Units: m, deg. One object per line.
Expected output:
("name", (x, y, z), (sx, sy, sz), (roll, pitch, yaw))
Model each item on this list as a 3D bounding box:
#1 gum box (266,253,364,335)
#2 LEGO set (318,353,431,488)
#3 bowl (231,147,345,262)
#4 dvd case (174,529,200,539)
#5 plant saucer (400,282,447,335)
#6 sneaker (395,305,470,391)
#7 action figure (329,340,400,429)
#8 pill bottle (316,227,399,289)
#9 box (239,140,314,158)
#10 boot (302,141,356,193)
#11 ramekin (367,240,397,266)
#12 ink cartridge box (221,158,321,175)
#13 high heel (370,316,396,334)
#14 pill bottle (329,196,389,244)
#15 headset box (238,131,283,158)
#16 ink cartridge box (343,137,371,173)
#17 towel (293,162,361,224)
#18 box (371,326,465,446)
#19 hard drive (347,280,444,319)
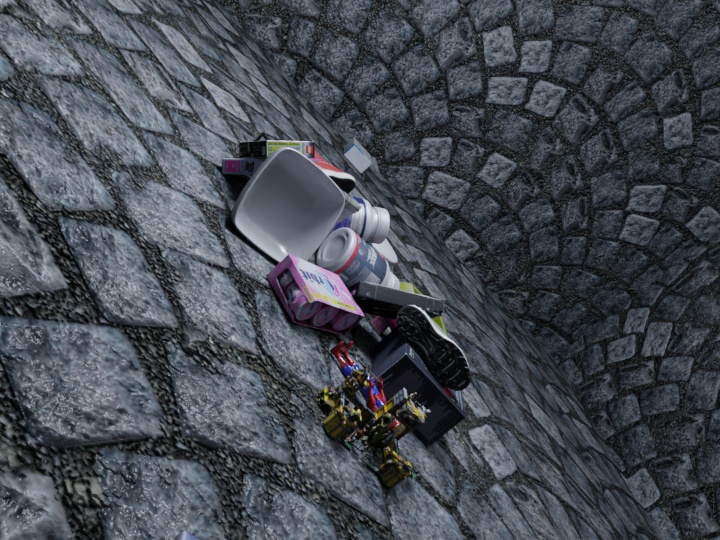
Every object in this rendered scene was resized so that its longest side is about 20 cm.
("gum box", (-0.087, 0.050, 1.258), (0.114, 0.066, 0.199), (56, 16, 28))
("LEGO set", (0.038, 0.239, 1.056), (0.200, 0.116, 0.154), (47, 15, -9))
("bowl", (-0.152, -0.130, 1.306), (0.199, 0.201, 0.074), (39, -5, -34))
("dvd case", (-0.119, 0.337, 0.549), (0.143, 0.018, 0.201), (45, 14, -20))
("plant saucer", (0.188, 0.127, 1.917), (0.200, 0.048, 0.200), (44, 15, -18))
("sneaker", (0.155, 0.152, 1.305), (0.201, 0.074, 0.079), (52, 10, 15))
("action figure", (0.018, 0.219, 1.197), (0.201, 0.051, 0.065), (57, 13, 19))
("pill bottle", (0.000, 0.000, 1.541), (0.200, 0.119, 0.120), (39, 17, -35))
("box", (-0.187, -0.264, 1.417), (0.109, 0.035, 0.199), (-4, 11, -27))
("boot", (-0.095, -0.264, 1.650), (0.145, 0.072, 0.199), (53, 18, 19))
("ramekin", (0.003, -0.070, 1.771), (0.202, 0.094, 0.203), (46, 15, -16))
("ink cartridge box", (-0.195, -0.231, 1.443), (0.119, 0.197, 0.043), (-41, 131, -75))
("high heel", (0.118, 0.164, 1.522), (0.200, 0.096, 0.067), (49, 15, -1))
("pill bottle", (-0.035, -0.123, 1.595), (0.197, 0.121, 0.120), (8, 34, -25))
("headset box", (-0.185, -0.240, 1.639), (0.175, 0.093, 0.200), (52, 14, 11))
("ink cartridge box", (-0.014, -0.521, 2.898), (0.116, 0.067, 0.201), (44, 16, -17))
("towel", (-0.130, -0.150, 1.421), (0.192, 0.199, 0.035), (35, 49, -33))
("box", (0.120, 0.227, 1.357), (0.182, 0.104, 0.200), (46, 15, -9))
("hard drive", (0.065, 0.071, 1.402), (0.197, 0.038, 0.140), (15, -17, -16))
